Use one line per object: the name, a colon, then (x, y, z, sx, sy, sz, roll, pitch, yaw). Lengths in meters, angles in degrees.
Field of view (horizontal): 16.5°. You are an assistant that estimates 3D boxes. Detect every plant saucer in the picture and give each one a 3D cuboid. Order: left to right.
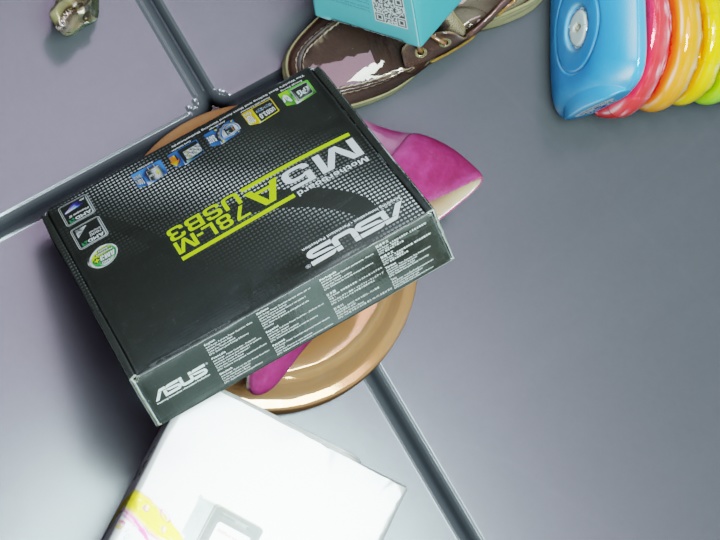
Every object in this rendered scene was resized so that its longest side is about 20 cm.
plant saucer: (-0.060, -0.010, 1.577, 0.200, 0.032, 0.201, 2, 77, -10)

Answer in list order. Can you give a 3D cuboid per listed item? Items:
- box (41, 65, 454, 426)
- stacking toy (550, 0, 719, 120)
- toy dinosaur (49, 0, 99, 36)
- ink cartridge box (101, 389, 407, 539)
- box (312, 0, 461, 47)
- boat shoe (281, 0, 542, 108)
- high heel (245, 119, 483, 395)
box: (-0.071, -0.020, 1.471, 0.200, 0.193, 0.048, -29, 126, -5)
stacking toy: (0.229, -0.149, 1.634, 0.199, 0.116, 0.110, 4, 78, -24)
toy dinosaur: (-0.174, -0.246, 1.598, 0.088, 0.047, 0.200, 30, 74, -18)
ink cartridge box: (-0.088, 0.191, 1.471, 0.146, 0.147, 0.200, 28, 74, -3)
box: (0.054, -0.230, 1.588, 0.082, 0.049, 0.200, 20, 52, 28)
boat shoe: (0.041, -0.168, 1.606, 0.200, 0.072, 0.072, -25, 84, -14)
high heel: (0.000, 0.000, 1.536, 0.096, 0.067, 0.200, 22, 62, 5)
